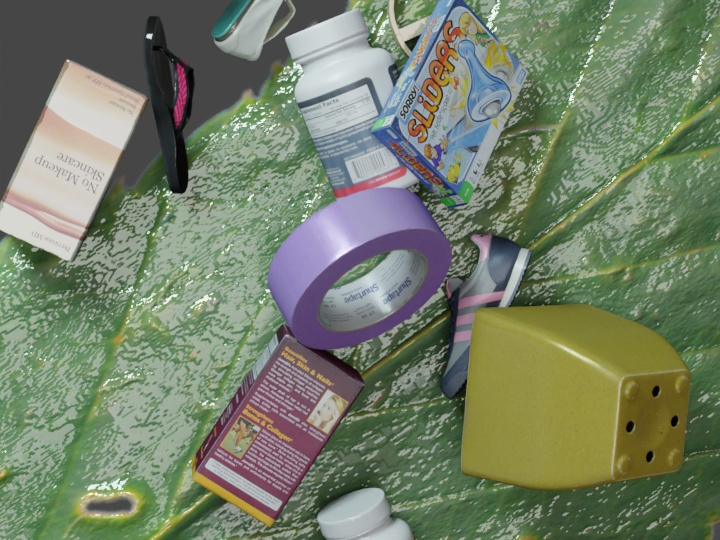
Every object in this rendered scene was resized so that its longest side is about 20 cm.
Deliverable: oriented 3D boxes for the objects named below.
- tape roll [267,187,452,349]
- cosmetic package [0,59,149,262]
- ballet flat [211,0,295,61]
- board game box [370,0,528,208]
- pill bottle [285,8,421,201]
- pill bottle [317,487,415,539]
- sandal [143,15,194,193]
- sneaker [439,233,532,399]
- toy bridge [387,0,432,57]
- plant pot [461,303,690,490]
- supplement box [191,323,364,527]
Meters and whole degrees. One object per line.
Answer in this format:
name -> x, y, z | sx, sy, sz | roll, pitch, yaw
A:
tape roll -> 0.000, 0.000, 1.494 | 0.200, 0.200, 0.066 | -29, 60, -3
cosmetic package -> -0.319, -0.122, 1.486 | 0.103, 0.087, 0.200 | 24, 94, -11
ballet flat -> -0.090, -0.321, 1.508 | 0.069, 0.069, 0.200 | 34, 87, -11
board game box -> 0.102, -0.188, 1.498 | 0.135, 0.034, 0.200 | 41, 59, -28
pill bottle -> -0.005, -0.183, 1.506 | 0.119, 0.120, 0.200 | -22, 100, -4
pill bottle -> 0.024, 0.365, 1.586 | 0.113, 0.113, 0.200 | -22, 100, -5
sandal -> -0.203, -0.186, 1.501 | 0.045, 0.075, 0.200 | -6, 106, 9
sneaker -> 0.127, 0.051, 1.591 | 0.082, 0.070, 0.200 | 26, 91, 6
toy bridge -> 0.071, -0.281, 1.550 | 0.067, 0.027, 0.200 | -24, 100, -2
plant pot -> 0.255, 0.152, 1.513 | 0.194, 0.200, 0.196 | -1, 99, -37
supplement box -> -0.097, 0.177, 1.558 | 0.110, 0.086, 0.200 | 33, 92, -10
